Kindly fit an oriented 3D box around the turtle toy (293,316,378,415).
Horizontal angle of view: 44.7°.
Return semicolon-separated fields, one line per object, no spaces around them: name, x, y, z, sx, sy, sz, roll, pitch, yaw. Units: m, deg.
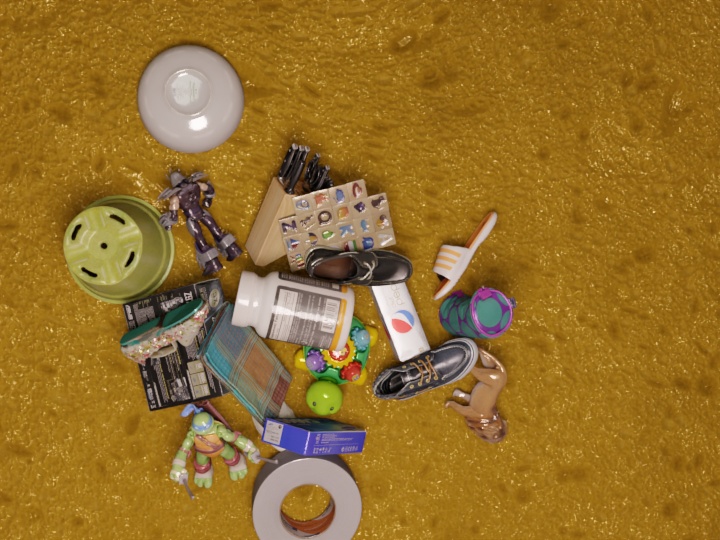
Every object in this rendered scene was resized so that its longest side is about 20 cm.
turtle toy;-0.049;0.167;1.611;0.144;0.101;0.202;15;87;-6

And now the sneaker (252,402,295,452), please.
sneaker;-0.172;0.251;1.608;0.076;0.080;0.201;-29;94;-8

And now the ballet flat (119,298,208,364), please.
ballet flat;-0.321;0.106;1.484;0.199;0.076;0.064;-23;118;27

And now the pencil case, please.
pencil case;0.208;0.078;1.590;0.084;0.200;0.093;-8;87;-13

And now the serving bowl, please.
serving bowl;-0.315;-0.321;1.609;0.198;0.066;0.202;0;89;-5

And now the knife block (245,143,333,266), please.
knife block;-0.139;-0.124;1.577;0.199;0.064;0.176;-29;134;-6

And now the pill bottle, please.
pill bottle;-0.116;0.066;1.508;0.198;0.116;0.118;12;88;-8

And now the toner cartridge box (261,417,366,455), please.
toner cartridge box;-0.079;0.292;1.548;0.094;0.200;0.044;12;87;30

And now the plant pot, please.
plant pot;-0.435;-0.040;1.531;0.198;0.184;0.203;0;89;-6

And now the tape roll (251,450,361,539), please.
tape roll;-0.099;0.426;1.600;0.198;0.066;0.202;-2;101;-8

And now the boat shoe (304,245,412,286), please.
boat shoe;0.000;0.000;1.563;0.198;0.068;0.073;5;106;-12

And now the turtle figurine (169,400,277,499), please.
turtle figurine;-0.251;0.344;1.527;0.200;0.194;0.144;39;67;21

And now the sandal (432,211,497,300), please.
sandal;0.182;-0.037;1.658;0.059;0.079;0.207;35;77;-3

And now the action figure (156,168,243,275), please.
action figure;-0.299;-0.095;1.591;0.130;0.069;0.201;-35;104;-29

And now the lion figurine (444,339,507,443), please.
lion figurine;0.232;0.228;1.626;0.122;0.072;0.201;24;127;20

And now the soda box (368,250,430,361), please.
soda box;0.063;0.066;1.641;0.063;0.068;0.202;-22;91;-6

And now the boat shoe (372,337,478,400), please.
boat shoe;0.117;0.185;1.588;0.200;0.091;0.071;-33;71;27

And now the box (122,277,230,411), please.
box;-0.313;0.132;1.557;0.162;0.086;0.202;-15;90;24

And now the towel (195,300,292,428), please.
towel;-0.196;0.167;1.530;0.022;0.147;0.200;-23;118;29

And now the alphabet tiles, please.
alphabet tiles;-0.040;-0.069;1.570;0.198;0.006;0.168;-15;111;-2
